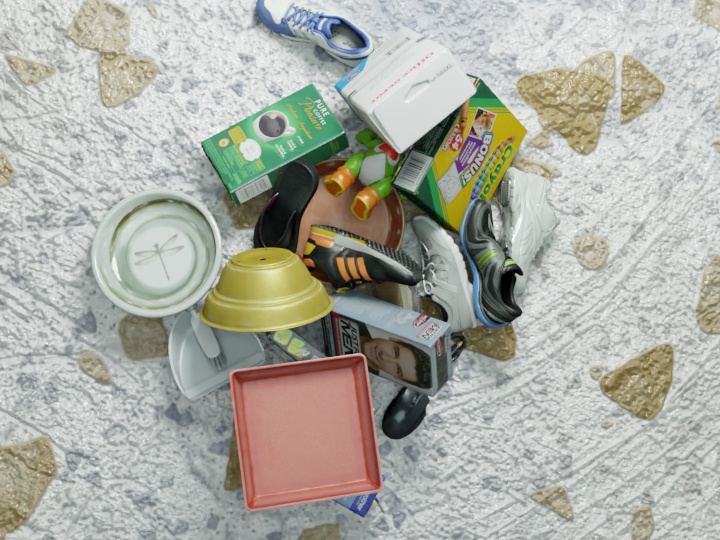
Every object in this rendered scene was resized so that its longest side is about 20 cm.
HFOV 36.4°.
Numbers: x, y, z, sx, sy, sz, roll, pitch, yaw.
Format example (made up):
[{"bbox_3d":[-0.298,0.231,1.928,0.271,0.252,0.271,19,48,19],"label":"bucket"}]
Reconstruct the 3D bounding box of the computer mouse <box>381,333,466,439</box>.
[{"bbox_3d":[0.102,0.181,1.726,0.059,0.034,0.200,35,86,-4],"label":"computer mouse"}]

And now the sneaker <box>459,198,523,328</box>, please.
[{"bbox_3d":[0.207,-0.014,1.674,0.071,0.083,0.200,-2,79,-50],"label":"sneaker"}]

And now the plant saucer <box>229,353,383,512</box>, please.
[{"bbox_3d":[-0.079,0.230,1.570,0.199,0.037,0.200,-7,84,-10],"label":"plant saucer"}]

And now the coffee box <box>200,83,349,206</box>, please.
[{"bbox_3d":[-0.130,-0.192,1.669,0.200,0.044,0.123,-30,56,-6],"label":"coffee box"}]

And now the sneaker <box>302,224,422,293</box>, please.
[{"bbox_3d":[0.000,0.000,1.642,0.200,0.070,0.090,24,100,26],"label":"sneaker"}]

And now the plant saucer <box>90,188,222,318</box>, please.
[{"bbox_3d":[-0.305,-0.022,1.661,0.199,0.050,0.201,-1,76,3],"label":"plant saucer"}]

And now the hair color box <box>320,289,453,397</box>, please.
[{"bbox_3d":[0.038,0.104,1.634,0.061,0.200,0.099,-43,139,-40],"label":"hair color box"}]

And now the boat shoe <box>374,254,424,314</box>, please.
[{"bbox_3d":[0.068,0.072,1.703,0.065,0.072,0.201,-17,103,-37],"label":"boat shoe"}]

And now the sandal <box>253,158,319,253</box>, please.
[{"bbox_3d":[-0.124,-0.078,1.645,0.075,0.048,0.201,33,124,17],"label":"sandal"}]

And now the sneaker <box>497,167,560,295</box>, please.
[{"bbox_3d":[0.269,-0.059,1.727,0.099,0.078,0.201,4,92,-14],"label":"sneaker"}]

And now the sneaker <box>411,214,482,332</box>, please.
[{"bbox_3d":[0.123,0.009,1.708,0.082,0.075,0.200,-27,93,-7],"label":"sneaker"}]

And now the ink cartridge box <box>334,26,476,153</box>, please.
[{"bbox_3d":[0.061,-0.266,1.600,0.146,0.200,0.084,-39,117,2],"label":"ink cartridge box"}]

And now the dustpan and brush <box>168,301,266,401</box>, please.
[{"bbox_3d":[-0.247,0.079,1.672,0.139,0.057,0.200,-28,63,-7],"label":"dustpan and brush"}]

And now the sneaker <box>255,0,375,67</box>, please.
[{"bbox_3d":[-0.066,-0.383,1.685,0.199,0.088,0.075,22,89,-4],"label":"sneaker"}]

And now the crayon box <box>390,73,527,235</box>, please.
[{"bbox_3d":[0.154,-0.174,1.673,0.172,0.058,0.200,33,85,-49],"label":"crayon box"}]

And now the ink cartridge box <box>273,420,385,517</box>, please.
[{"bbox_3d":[-0.042,0.297,1.656,0.200,0.136,0.077,29,87,-5],"label":"ink cartridge box"}]

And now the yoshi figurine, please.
[{"bbox_3d":[0.035,-0.170,1.677,0.200,0.112,0.113,-48,135,-22],"label":"yoshi figurine"}]

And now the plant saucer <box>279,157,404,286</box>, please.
[{"bbox_3d":[-0.031,-0.075,1.714,0.200,0.032,0.201,0,89,-6],"label":"plant saucer"}]

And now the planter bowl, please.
[{"bbox_3d":[-0.140,0.017,1.604,0.200,0.200,0.084,-5,107,-6],"label":"planter bowl"}]

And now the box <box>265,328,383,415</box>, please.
[{"bbox_3d":[-0.057,0.150,1.670,0.200,0.110,0.035,40,85,-5],"label":"box"}]
